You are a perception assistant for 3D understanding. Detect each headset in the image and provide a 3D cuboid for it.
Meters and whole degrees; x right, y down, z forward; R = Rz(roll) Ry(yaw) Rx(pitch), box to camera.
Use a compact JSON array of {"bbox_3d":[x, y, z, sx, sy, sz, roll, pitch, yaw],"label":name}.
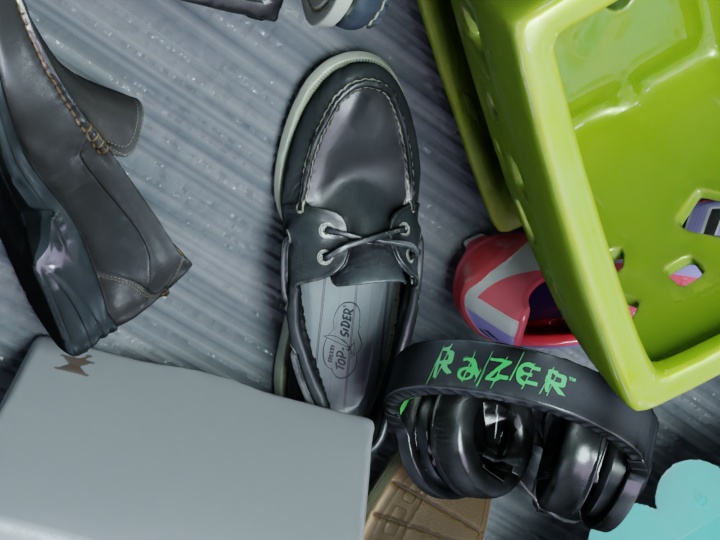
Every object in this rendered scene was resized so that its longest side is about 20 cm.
[{"bbox_3d":[0.084,0.071,0.801,0.200,0.123,0.094,66,38,-61],"label":"headset"}]

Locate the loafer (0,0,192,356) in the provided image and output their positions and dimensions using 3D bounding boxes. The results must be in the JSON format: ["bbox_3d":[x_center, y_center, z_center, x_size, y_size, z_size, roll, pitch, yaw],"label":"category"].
[{"bbox_3d":[-0.127,-0.059,0.698,0.072,0.073,0.200,-28,134,-18],"label":"loafer"}]

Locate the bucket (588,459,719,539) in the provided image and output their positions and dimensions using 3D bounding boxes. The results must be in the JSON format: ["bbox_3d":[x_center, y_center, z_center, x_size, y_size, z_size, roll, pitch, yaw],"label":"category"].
[{"bbox_3d":[0.191,0.203,0.891,0.207,0.135,0.207,-25,148,-17],"label":"bucket"}]

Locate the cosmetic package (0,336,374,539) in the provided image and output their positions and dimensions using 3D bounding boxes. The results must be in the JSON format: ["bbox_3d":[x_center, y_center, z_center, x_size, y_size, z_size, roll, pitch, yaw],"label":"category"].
[{"bbox_3d":[-0.099,0.165,0.739,0.167,0.166,0.200,14,112,-3],"label":"cosmetic package"}]

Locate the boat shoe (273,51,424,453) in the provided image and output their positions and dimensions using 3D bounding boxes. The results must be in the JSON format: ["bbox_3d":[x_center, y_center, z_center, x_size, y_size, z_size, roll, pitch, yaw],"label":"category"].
[{"bbox_3d":[-0.002,0.000,0.779,0.074,0.066,0.200,0,116,-23],"label":"boat shoe"}]

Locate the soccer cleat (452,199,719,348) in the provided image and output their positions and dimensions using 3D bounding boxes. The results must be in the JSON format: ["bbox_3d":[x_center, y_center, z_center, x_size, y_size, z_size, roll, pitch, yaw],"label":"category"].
[{"bbox_3d":[0.143,0.008,0.840,0.200,0.076,0.067,-5,118,-21],"label":"soccer cleat"}]

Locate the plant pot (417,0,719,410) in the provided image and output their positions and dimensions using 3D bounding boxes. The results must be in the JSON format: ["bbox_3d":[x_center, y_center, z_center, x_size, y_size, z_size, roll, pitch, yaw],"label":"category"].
[{"bbox_3d":[0.136,-0.095,0.719,0.200,0.181,0.199,-27,123,-8],"label":"plant pot"}]

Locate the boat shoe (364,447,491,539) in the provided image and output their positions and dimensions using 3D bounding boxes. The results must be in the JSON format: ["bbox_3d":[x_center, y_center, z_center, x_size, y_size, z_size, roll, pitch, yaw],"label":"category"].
[{"bbox_3d":[0.005,0.168,0.876,0.072,0.065,0.200,23,87,-26],"label":"boat shoe"}]

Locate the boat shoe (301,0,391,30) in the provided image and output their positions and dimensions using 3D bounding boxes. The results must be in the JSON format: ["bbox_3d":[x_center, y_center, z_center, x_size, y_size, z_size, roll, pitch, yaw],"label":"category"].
[{"bbox_3d":[0.022,-0.179,0.649,0.062,0.075,0.200,21,65,-26],"label":"boat shoe"}]

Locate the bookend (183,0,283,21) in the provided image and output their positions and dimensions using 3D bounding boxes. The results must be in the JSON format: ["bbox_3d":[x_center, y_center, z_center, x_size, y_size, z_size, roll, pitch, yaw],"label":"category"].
[{"bbox_3d":[-0.103,-0.216,0.605,0.199,0.092,0.200,10,111,-27],"label":"bookend"}]
